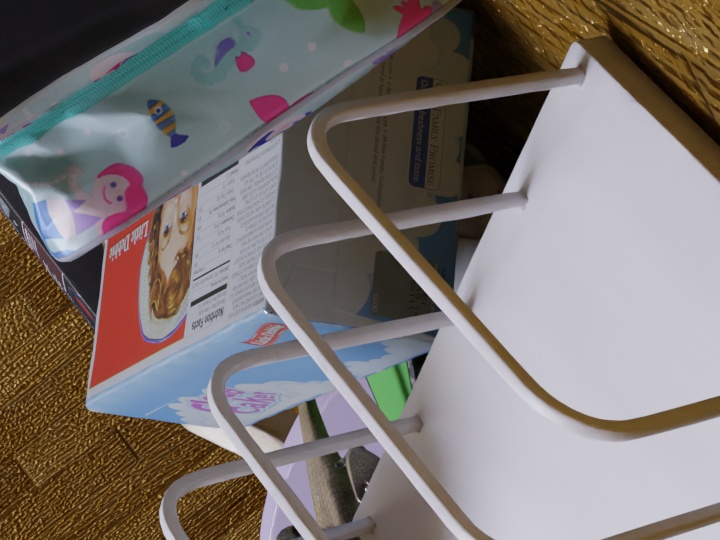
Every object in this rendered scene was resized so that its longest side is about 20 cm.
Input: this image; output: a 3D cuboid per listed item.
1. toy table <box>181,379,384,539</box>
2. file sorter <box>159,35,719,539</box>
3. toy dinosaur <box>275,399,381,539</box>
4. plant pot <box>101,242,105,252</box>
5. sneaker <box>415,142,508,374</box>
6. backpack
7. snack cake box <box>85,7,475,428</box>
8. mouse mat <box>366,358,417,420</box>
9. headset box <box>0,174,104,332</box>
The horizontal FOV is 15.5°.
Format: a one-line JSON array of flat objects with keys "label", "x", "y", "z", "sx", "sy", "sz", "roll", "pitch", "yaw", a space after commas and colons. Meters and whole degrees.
[{"label": "toy table", "x": 0.010, "y": 0.094, "z": 1.283, "sx": 0.183, "sy": 0.200, "sz": 0.117, "roll": 20, "pitch": -163, "yaw": -22}, {"label": "file sorter", "x": 0.031, "y": 0.061, "z": 0.739, "sx": 0.139, "sy": 0.124, "sz": 0.200, "roll": 49, "pitch": 133, "yaw": 31}, {"label": "toy dinosaur", "x": -0.001, "y": 0.099, "z": 0.956, "sx": 0.200, "sy": 0.058, "sz": 0.101, "roll": 62, "pitch": -178, "yaw": 17}, {"label": "plant pot", "x": -0.077, "y": -0.050, "z": 1.152, "sx": 0.201, "sy": 0.092, "sz": 0.202, "roll": 164, "pitch": 90, "yaw": -85}, {"label": "sneaker", "x": 0.043, "y": -0.004, "z": 1.029, "sx": 0.200, "sy": 0.075, "sz": 0.100, "roll": -178, "pitch": 75, "yaw": -84}, {"label": "backpack", "x": -0.064, "y": -0.107, "z": 0.727, "sx": 0.151, "sy": 0.177, "sz": 0.200, "roll": 56, "pitch": -178, "yaw": -22}, {"label": "snack cake box", "x": -0.033, "y": -0.016, "z": 0.926, "sx": 0.200, "sy": 0.067, "sz": 0.115, "roll": 154, "pitch": 123, "yaw": -65}, {"label": "mouse mat", "x": 0.000, "y": 0.000, "z": 1.041, "sx": 0.200, "sy": 0.008, "sz": 0.161, "roll": -112, "pitch": 9, "yaw": -56}, {"label": "headset box", "x": -0.108, "y": -0.060, "z": 1.304, "sx": 0.200, "sy": 0.148, "sz": 0.075, "roll": 52, "pitch": 171, "yaw": 12}]
